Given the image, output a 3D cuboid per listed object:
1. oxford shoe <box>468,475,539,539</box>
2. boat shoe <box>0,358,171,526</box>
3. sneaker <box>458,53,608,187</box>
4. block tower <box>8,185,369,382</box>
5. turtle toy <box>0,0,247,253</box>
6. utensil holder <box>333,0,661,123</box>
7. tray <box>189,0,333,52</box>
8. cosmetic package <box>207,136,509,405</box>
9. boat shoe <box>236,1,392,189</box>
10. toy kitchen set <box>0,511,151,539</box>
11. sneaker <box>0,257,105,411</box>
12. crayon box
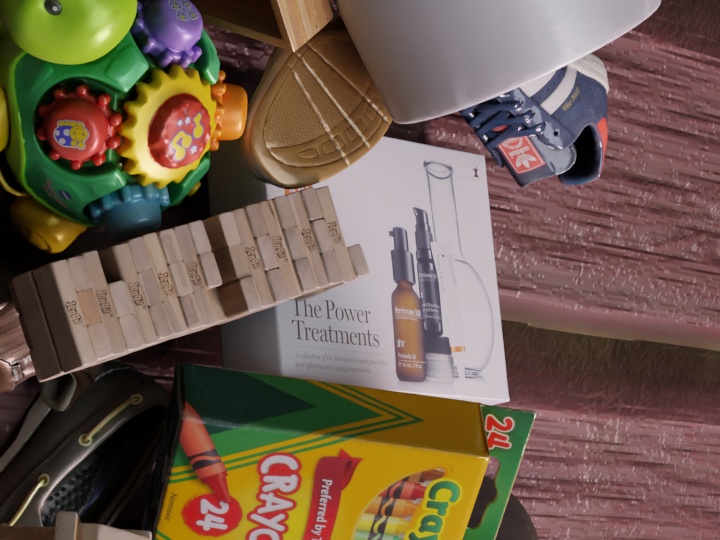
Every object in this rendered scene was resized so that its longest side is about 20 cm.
[{"bbox_3d":[0.032,0.162,1.635,0.071,0.072,0.199,-36,154,34],"label":"oxford shoe"},{"bbox_3d":[-0.173,0.138,1.475,0.202,0.060,0.072,-57,139,-11],"label":"boat shoe"},{"bbox_3d":[0.087,-0.097,1.618,0.199,0.075,0.085,13,67,-49],"label":"sneaker"},{"bbox_3d":[-0.088,0.004,1.393,0.199,0.054,0.058,-16,88,-44],"label":"block tower"},{"bbox_3d":[-0.130,-0.097,1.381,0.146,0.101,0.200,-50,137,-18],"label":"turtle toy"},{"bbox_3d":[0.047,-0.199,1.420,0.170,0.170,0.201,-32,103,-33],"label":"utensil holder"},{"bbox_3d":[-0.082,-0.211,1.381,0.037,0.098,0.201,-43,135,-28],"label":"tray"},{"bbox_3d":[0.000,0.000,1.559,0.199,0.052,0.152,7,72,-49],"label":"cosmetic package"},{"bbox_3d":[-0.017,-0.110,1.499,0.071,0.069,0.200,56,48,-21],"label":"boat shoe"},{"bbox_3d":[-0.187,0.142,1.282,0.181,0.162,0.201,90,2,-70],"label":"toy kitchen set"},{"bbox_3d":[-0.197,0.030,1.391,0.200,0.070,0.076,14,98,-49],"label":"sneaker"},{"bbox_3d":[-0.012,0.123,1.477,0.199,0.051,0.127,7,125,-11],"label":"crayon box"}]
